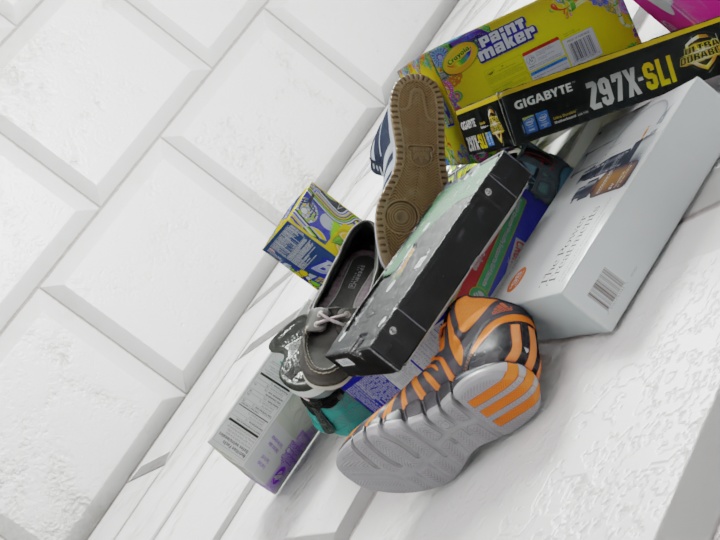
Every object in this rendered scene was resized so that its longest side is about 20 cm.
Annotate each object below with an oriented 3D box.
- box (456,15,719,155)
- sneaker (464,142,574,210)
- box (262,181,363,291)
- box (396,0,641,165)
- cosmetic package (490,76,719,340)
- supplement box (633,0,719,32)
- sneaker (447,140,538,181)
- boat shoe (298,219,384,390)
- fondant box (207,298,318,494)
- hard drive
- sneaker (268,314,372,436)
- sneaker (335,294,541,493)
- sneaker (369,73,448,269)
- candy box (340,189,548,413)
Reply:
[{"bbox_3d":[0.194,-0.153,0.908,0.199,0.050,0.160,-19,7,-5],"label":"box"},{"bbox_3d":[0.136,-0.066,1.042,0.200,0.095,0.079,-41,14,52],"label":"sneaker"},{"bbox_3d":[0.000,0.000,1.149,0.064,0.200,0.070,-43,14,46],"label":"box"},{"bbox_3d":[0.164,-0.204,1.117,0.199,0.123,0.193,-26,7,-5],"label":"box"},{"bbox_3d":[0.189,-0.041,0.824,0.200,0.052,0.151,-55,6,-15],"label":"cosmetic package"},{"bbox_3d":[0.331,-0.300,0.926,0.200,0.101,0.103,-51,9,8],"label":"supplement box"},{"bbox_3d":[0.135,-0.112,1.298,0.200,0.075,0.077,-49,9,34],"label":"sneaker"},{"bbox_3d":[-0.017,0.027,1.020,0.200,0.066,0.057,-68,-25,-48],"label":"boat shoe"},{"bbox_3d":[-0.081,0.151,1.253,0.200,0.058,0.144,-54,-22,-14],"label":"fondant box"},{"bbox_3d":[0.055,-0.001,0.894,0.200,0.038,0.140,-56,10,-16],"label":"hard drive"},{"bbox_3d":[-0.030,0.121,1.098,0.084,0.121,0.200,-40,14,-2],"label":"sneaker"},{"bbox_3d":[0.065,0.094,0.831,0.200,0.078,0.112,-33,28,33],"label":"sneaker"},{"bbox_3d":[0.044,-0.079,1.046,0.109,0.070,0.201,120,155,-72],"label":"sneaker"},{"bbox_3d":[0.084,0.035,0.984,0.200,0.077,0.169,-41,15,51],"label":"candy box"}]
